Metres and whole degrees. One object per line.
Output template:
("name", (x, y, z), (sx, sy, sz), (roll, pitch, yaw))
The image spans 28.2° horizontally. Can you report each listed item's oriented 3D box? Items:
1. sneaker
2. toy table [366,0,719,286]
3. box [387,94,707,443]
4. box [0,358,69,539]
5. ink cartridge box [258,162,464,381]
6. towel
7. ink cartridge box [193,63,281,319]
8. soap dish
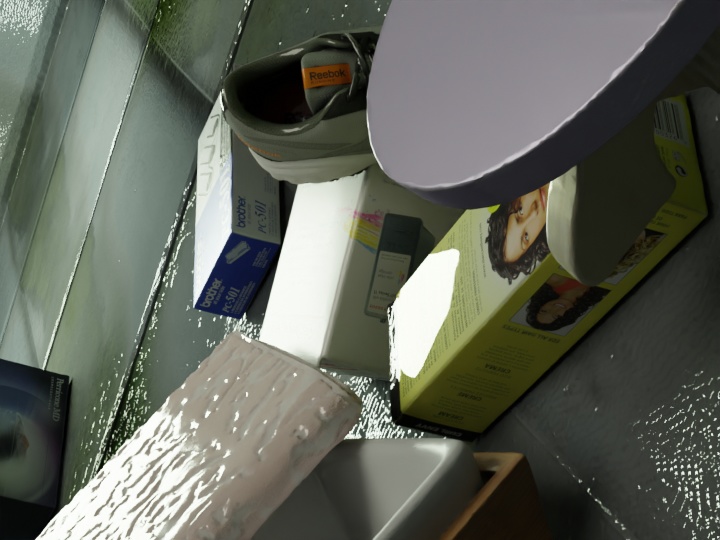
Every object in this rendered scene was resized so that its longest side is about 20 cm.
("sneaker", (0.019, -0.092, 0.729), (0.198, 0.079, 0.075), (-12, 71, 21))
("toy table", (0.105, -0.092, 0.495), (0.200, 0.117, 0.185), (-45, 44, 20))
("box", (0.077, -0.002, 0.657), (0.200, 0.050, 0.076), (126, 151, -45))
("box", (-0.462, 0.208, 1.703), (0.123, 0.197, 0.201), (-53, 29, 39))
("ink cartridge box", (0.000, 0.000, 0.829), (0.117, 0.067, 0.202), (0, 74, 68))
("towel", (-0.099, 0.121, 0.741), (0.200, 0.032, 0.191), (-47, 18, -10))
("ink cartridge box", (-0.102, -0.068, 1.178), (0.201, 0.044, 0.094), (-95, 27, -43))
("soap dish", (-0.009, 0.153, 0.650), (0.157, 0.081, 0.200), (-47, 11, -21))
